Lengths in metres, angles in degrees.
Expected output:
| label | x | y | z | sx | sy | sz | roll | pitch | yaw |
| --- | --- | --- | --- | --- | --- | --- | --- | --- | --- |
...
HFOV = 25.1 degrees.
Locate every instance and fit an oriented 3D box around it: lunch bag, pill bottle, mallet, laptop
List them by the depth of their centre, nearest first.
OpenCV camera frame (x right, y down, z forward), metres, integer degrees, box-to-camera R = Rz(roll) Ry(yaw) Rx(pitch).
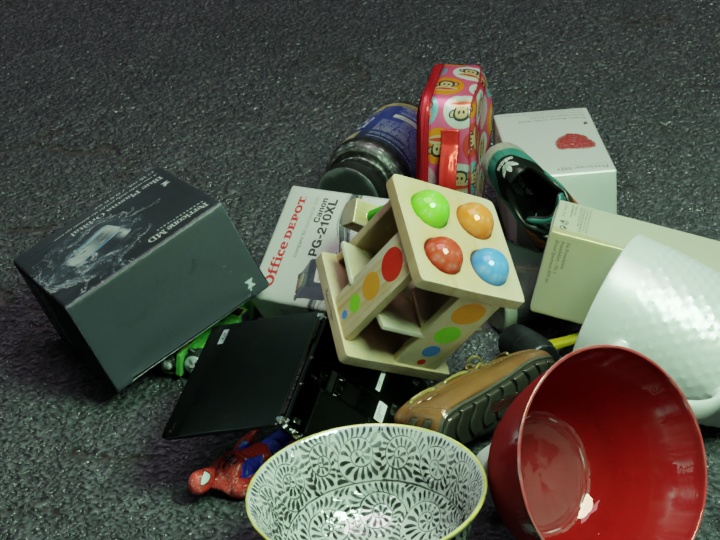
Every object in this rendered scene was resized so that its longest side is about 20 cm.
| label | x | y | z | sx | sy | sz | roll | pitch | yaw |
| --- | --- | --- | --- | --- | --- | --- | --- | --- | --- |
| laptop | -0.057 | 0.131 | 1.526 | 0.200 | 0.103 | 0.177 | 35 | 36 | -11 |
| mallet | 0.235 | 0.064 | 1.693 | 0.200 | 0.041 | 0.066 | -16 | 27 | -31 |
| lunch bag | 0.109 | -0.132 | 1.919 | 0.082 | 0.201 | 0.176 | 4 | 27 | 8 |
| pill bottle | 0.024 | -0.128 | 2.022 | 0.112 | 0.112 | 0.200 | 7 | 28 | 23 |

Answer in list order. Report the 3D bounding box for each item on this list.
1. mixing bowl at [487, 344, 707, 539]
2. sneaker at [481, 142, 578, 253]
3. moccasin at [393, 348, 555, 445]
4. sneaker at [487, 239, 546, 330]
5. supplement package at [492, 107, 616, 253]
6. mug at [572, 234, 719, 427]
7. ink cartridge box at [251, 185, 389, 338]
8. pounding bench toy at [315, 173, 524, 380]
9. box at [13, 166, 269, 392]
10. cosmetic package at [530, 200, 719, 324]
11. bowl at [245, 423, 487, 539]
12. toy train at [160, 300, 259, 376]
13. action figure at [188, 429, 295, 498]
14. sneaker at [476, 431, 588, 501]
| label | x | y | z | sx | sy | sz | roll | pitch | yaw |
| --- | --- | --- | --- | --- | --- | --- | --- | --- | --- |
| mixing bowl | 0.182 | 0.167 | 1.354 | 0.200 | 0.201 | 0.108 | -24 | 3 | -32 |
| sneaker | 0.211 | -0.055 | 1.779 | 0.071 | 0.200 | 0.080 | -44 | 23 | 8 |
| moccasin | 0.114 | 0.121 | 1.552 | 0.078 | 0.074 | 0.201 | 21 | 35 | 40 |
| sneaker | 0.172 | -0.002 | 1.801 | 0.106 | 0.075 | 0.200 | -8 | 35 | -16 |
| supplement package | 0.229 | -0.100 | 1.919 | 0.121 | 0.120 | 0.200 | -5 | 27 | -1 |
| mug | 0.298 | 0.078 | 1.511 | 0.175 | 0.148 | 0.200 | 27 | 33 | 16 |
| ink cartridge box | 0.000 | 0.000 | 1.734 | 0.199 | 0.084 | 0.145 | 9 | 64 | 26 |
| pounding bench toy | 0.051 | -0.025 | 1.561 | 0.124 | 0.156 | 0.200 | 13 | 47 | -33 |
| box | -0.237 | 0.003 | 1.725 | 0.196 | 0.118 | 0.200 | -35 | 28 | -15 |
| cosmetic package | 0.284 | 0.009 | 1.658 | 0.199 | 0.104 | 0.073 | 15 | 33 | 8 |
| bowl | 0.008 | 0.220 | 1.350 | 0.200 | 0.094 | 0.201 | -4 | 26 | 2 |
| toy train | -0.155 | 0.059 | 1.766 | 0.056 | 0.042 | 0.200 | 15 | 32 | 15 |
| action figure | -0.077 | 0.166 | 1.530 | 0.200 | 0.052 | 0.065 | -24 | 37 | -30 |
| sneaker | 0.168 | 0.155 | 1.486 | 0.199 | 0.074 | 0.116 | -8 | 23 | -28 |
